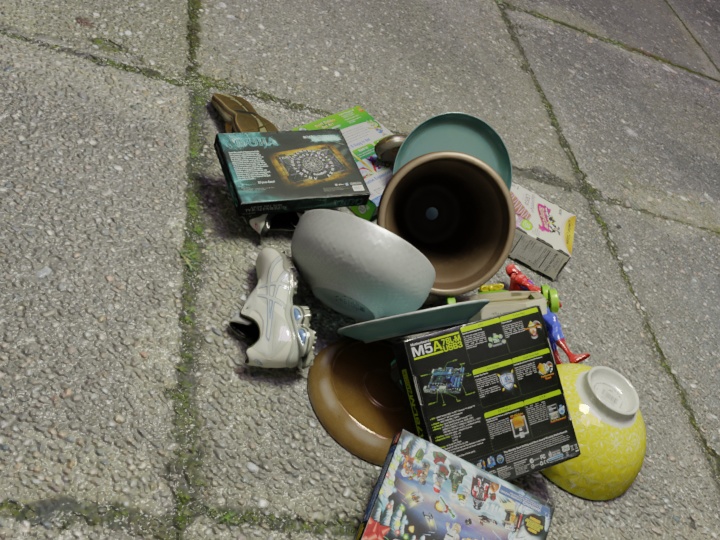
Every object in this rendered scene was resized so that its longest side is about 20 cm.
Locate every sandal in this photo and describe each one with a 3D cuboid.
[{"bbox_3d":[-0.184,-0.220,1.384,0.079,0.055,0.200,4,30,-37],"label":"sandal"},{"bbox_3d":[0.117,-0.177,1.440,0.197,0.082,0.055,7,62,-24],"label":"sandal"}]

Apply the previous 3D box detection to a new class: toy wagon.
[{"bbox_3d":[0.201,0.048,1.279,0.152,0.040,0.200,-5,4,4],"label":"toy wagon"}]

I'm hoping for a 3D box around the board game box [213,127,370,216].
[{"bbox_3d":[-0.098,-0.144,1.256,0.197,0.028,0.137,-6,55,-26],"label":"board game box"}]

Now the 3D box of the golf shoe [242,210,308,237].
[{"bbox_3d":[-0.084,-0.095,1.291,0.198,0.073,0.093,-16,60,-32],"label":"golf shoe"}]

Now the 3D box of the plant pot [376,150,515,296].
[{"bbox_3d":[0.118,-0.076,1.303,0.198,0.203,0.175,25,7,-5],"label":"plant pot"}]

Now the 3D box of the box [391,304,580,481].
[{"bbox_3d":[0.154,0.158,1.069,0.197,0.047,0.196,-13,82,-22],"label":"box"}]

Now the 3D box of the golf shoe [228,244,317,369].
[{"bbox_3d":[-0.122,0.042,1.112,0.096,0.079,0.201,-7,41,-15],"label":"golf shoe"}]

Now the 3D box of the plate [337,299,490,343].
[{"bbox_3d":[0.069,0.068,1.111,0.198,0.199,0.026,-7,82,-37],"label":"plate"}]

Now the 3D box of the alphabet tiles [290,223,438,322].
[{"bbox_3d":[0.000,0.000,1.286,0.198,0.008,0.168,-11,53,-40],"label":"alphabet tiles"}]

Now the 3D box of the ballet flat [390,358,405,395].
[{"bbox_3d":[0.119,0.129,1.139,0.198,0.068,0.069,-13,66,-40],"label":"ballet flat"}]

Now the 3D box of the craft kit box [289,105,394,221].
[{"bbox_3d":[0.004,-0.182,1.464,0.197,0.049,0.199,44,40,14],"label":"craft kit box"}]

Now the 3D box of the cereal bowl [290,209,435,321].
[{"bbox_3d":[-0.006,0.007,1.138,0.198,0.200,0.084,27,72,-3],"label":"cereal bowl"}]

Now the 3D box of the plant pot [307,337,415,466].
[{"bbox_3d":[0.029,0.157,1.114,0.197,0.028,0.202,17,40,-15],"label":"plant pot"}]

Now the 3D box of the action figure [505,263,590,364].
[{"bbox_3d":[0.278,0.067,1.345,0.051,0.066,0.201,-20,58,-18],"label":"action figure"}]

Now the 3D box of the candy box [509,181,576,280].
[{"bbox_3d":[0.267,-0.085,1.508,0.198,0.061,0.137,28,38,-3],"label":"candy box"}]

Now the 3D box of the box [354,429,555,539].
[{"bbox_3d":[0.105,0.282,0.968,0.198,0.040,0.138,26,65,-4],"label":"box"}]

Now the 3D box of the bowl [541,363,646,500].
[{"bbox_3d":[0.314,0.194,1.188,0.197,0.108,0.202,18,40,-15],"label":"bowl"}]

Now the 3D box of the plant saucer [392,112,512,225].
[{"bbox_3d":[0.145,-0.150,1.406,0.197,0.203,0.027,19,6,-13],"label":"plant saucer"}]
